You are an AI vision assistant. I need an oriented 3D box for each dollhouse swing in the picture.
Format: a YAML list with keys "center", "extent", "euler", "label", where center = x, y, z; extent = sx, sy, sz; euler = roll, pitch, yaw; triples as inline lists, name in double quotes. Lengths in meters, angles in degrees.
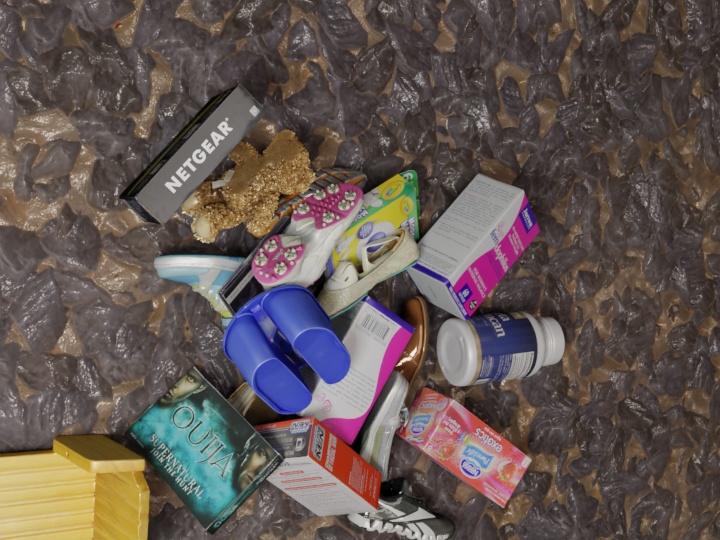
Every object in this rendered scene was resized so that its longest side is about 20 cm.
- center: [-0.398, 0.335, 1.034]
  extent: [0.174, 0.180, 0.203]
  euler: [1, 95, -45]
  label: "dollhouse swing"

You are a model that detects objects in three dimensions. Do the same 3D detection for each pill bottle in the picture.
- center: [0.236, 0.126, 1.327]
  extent: [0.198, 0.111, 0.113]
  euler: [-4, 96, -25]
  label: "pill bottle"

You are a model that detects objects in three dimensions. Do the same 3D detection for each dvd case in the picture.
- center: [-0.114, 0.042, 1.141]
  extent: [0.149, 0.016, 0.201]
  euler: [-52, 141, -24]
  label: "dvd case"

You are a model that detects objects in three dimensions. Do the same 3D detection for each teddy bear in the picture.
- center: [-0.160, -0.115, 1.127]
  extent: [0.200, 0.145, 0.067]
  euler: [-44, 149, -11]
  label: "teddy bear"

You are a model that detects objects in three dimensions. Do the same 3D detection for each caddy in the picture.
- center: [-0.101, 0.102, 1.083]
  extent: [0.141, 0.105, 0.200]
  euler: [-37, 145, -4]
  label: "caddy"

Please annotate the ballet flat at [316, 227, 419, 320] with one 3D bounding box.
- center: [0.000, 0.000, 1.181]
  extent: [0.199, 0.067, 0.063]
  euler: [-33, 116, -23]
  label: "ballet flat"

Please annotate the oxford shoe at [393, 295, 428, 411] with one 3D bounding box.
- center: [0.060, 0.136, 1.272]
  extent: [0.070, 0.071, 0.203]
  euler: [13, 91, -21]
  label: "oxford shoe"

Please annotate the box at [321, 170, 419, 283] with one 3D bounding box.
- center: [0.019, -0.061, 1.217]
  extent: [0.199, 0.048, 0.118]
  euler: [-35, 144, -19]
  label: "box"

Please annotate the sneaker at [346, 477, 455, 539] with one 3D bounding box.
- center: [0.078, 0.388, 1.304]
  extent: [0.198, 0.066, 0.092]
  euler: [17, 90, -23]
  label: "sneaker"

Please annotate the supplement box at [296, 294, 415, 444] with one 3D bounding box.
- center: [-0.021, 0.145, 1.217]
  extent: [0.101, 0.103, 0.201]
  euler: [35, 79, -24]
  label: "supplement box"

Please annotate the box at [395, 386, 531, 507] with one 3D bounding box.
- center: [0.170, 0.290, 1.319]
  extent: [0.199, 0.102, 0.095]
  euler: [39, 79, -24]
  label: "box"

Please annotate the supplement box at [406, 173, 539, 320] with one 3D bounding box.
- center: [0.178, -0.040, 1.270]
  extent: [0.200, 0.103, 0.101]
  euler: [-50, 134, -14]
  label: "supplement box"

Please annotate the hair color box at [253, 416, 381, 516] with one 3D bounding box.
- center: [-0.064, 0.291, 1.167]
  extent: [0.200, 0.110, 0.065]
  euler: [49, 38, -43]
  label: "hair color box"

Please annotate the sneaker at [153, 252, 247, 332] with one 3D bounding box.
- center: [-0.199, 0.043, 1.139]
  extent: [0.198, 0.079, 0.133]
  euler: [6, 91, -24]
  label: "sneaker"

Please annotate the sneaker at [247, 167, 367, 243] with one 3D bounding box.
- center: [-0.073, -0.089, 1.193]
  extent: [0.199, 0.078, 0.078]
  euler: [-31, 120, -15]
  label: "sneaker"

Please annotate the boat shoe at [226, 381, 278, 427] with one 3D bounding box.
- center: [-0.192, 0.239, 1.167]
  extent: [0.200, 0.066, 0.074]
  euler: [-46, 119, -18]
  label: "boat shoe"

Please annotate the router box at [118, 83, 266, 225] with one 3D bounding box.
- center: [-0.228, -0.153, 1.065]
  extent: [0.052, 0.157, 0.200]
  euler: [44, 78, -21]
  label: "router box"

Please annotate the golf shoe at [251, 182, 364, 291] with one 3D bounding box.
- center: [-0.066, -0.039, 1.103]
  extent: [0.200, 0.075, 0.092]
  euler: [-45, 146, -20]
  label: "golf shoe"

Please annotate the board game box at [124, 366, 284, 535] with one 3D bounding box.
- center: [-0.217, 0.242, 1.098]
  extent: [0.135, 0.199, 0.028]
  euler: [-44, 149, -15]
  label: "board game box"

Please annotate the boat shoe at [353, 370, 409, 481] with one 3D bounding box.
- center: [0.039, 0.244, 1.235]
  extent: [0.064, 0.075, 0.204]
  euler: [14, 114, -8]
  label: "boat shoe"
